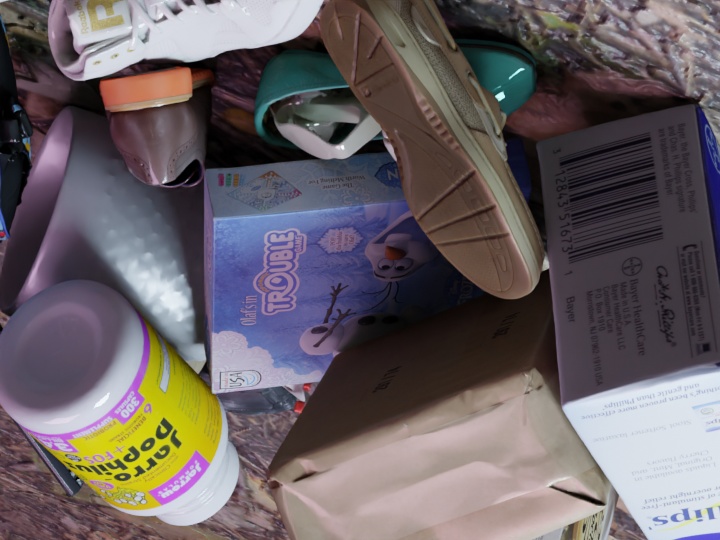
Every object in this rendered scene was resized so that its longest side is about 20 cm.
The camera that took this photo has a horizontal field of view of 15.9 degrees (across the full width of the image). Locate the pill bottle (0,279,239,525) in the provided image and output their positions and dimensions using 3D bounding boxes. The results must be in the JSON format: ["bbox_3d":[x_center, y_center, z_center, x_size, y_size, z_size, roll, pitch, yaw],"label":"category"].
[{"bbox_3d":[-0.152,0.094,1.689,0.104,0.105,0.200,8,156,29],"label":"pill bottle"}]

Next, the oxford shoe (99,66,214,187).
[{"bbox_3d":[-0.125,-0.086,1.596,0.071,0.073,0.200,-8,-176,4],"label":"oxford shoe"}]

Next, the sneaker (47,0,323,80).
[{"bbox_3d":[-0.106,-0.150,1.465,0.115,0.074,0.200,-15,176,-32],"label":"sneaker"}]

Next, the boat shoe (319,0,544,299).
[{"bbox_3d":[0.055,-0.079,1.454,0.071,0.064,0.201,-14,109,51],"label":"boat shoe"}]

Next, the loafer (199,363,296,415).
[{"bbox_3d":[-0.144,0.079,2.045,0.199,0.068,0.071,8,144,21],"label":"loafer"}]

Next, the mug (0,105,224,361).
[{"bbox_3d":[-0.146,-0.019,1.776,0.174,0.149,0.200,19,-175,-17],"label":"mug"}]

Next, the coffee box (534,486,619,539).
[{"bbox_3d":[0.130,0.122,1.734,0.079,0.201,0.113,9,153,20],"label":"coffee box"}]

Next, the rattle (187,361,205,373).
[{"bbox_3d":[-0.207,0.061,1.898,0.142,0.201,0.130,8,146,42],"label":"rattle"}]

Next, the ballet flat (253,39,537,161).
[{"bbox_3d":[0.016,-0.094,1.540,0.199,0.071,0.067,2,149,38],"label":"ballet flat"}]

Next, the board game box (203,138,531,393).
[{"bbox_3d":[0.000,0.000,1.642,0.197,0.044,0.201,-6,146,-7],"label":"board game box"}]

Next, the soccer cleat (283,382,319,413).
[{"bbox_3d":[-0.009,0.084,1.792,0.077,0.070,0.200,14,-170,-13],"label":"soccer cleat"}]

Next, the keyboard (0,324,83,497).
[{"bbox_3d":[-0.240,0.052,1.716,0.201,0.021,0.127,59,-177,-28],"label":"keyboard"}]

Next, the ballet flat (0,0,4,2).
[{"bbox_3d":[-0.199,-0.189,1.501,0.199,0.073,0.073,-23,133,34],"label":"ballet flat"}]

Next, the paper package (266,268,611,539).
[{"bbox_3d":[0.061,0.098,1.573,0.190,0.200,0.104,-22,102,18],"label":"paper package"}]

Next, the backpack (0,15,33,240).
[{"bbox_3d":[-0.279,-0.107,1.628,0.134,0.184,0.200,-12,160,-7],"label":"backpack"}]

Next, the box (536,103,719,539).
[{"bbox_3d":[0.187,0.038,1.511,0.104,0.185,0.200,-14,145,17],"label":"box"}]
